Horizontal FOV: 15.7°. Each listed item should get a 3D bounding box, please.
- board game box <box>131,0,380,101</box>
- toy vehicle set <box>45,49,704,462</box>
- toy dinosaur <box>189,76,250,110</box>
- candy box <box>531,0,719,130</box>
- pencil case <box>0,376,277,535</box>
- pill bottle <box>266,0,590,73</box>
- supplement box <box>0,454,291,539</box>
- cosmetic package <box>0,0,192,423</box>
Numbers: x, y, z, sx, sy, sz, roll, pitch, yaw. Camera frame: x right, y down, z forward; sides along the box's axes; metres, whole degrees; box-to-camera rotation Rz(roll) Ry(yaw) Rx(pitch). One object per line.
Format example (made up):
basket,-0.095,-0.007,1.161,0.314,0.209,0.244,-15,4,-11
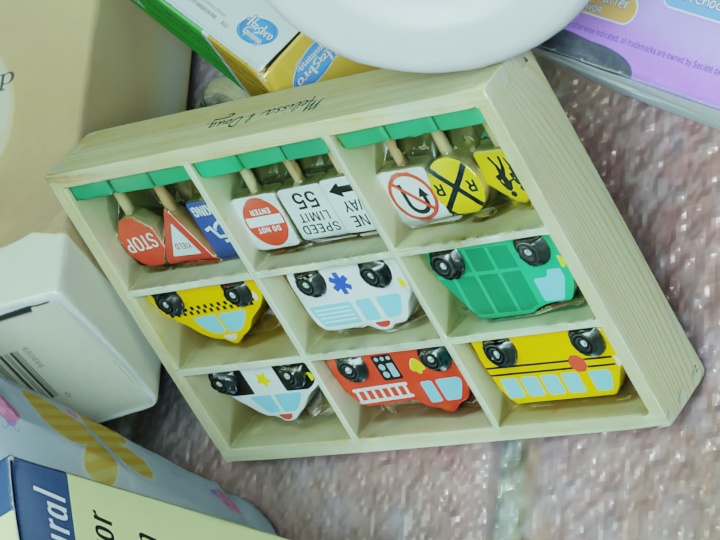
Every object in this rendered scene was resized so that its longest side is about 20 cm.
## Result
board game box,0.007,-0.153,0.892,0.200,0.040,0.153,-45,43,-4
toy vehicle set,0.000,0.000,0.830,0.199,0.125,0.027,-9,31,45
toy dinosaur,-0.006,-0.053,0.913,0.200,0.047,0.089,44,113,49
candy box,0.150,-0.133,0.760,0.167,0.071,0.201,26,94,49
pencil case,-0.115,0.086,0.857,0.091,0.200,0.083,-48,39,11
pill bottle,0.024,-0.161,0.769,0.109,0.109,0.201,-33,33,33
supplement box,-0.057,0.189,0.750,0.134,0.199,0.201,-33,53,32
cosmetic package,-0.125,-0.037,0.957,0.105,0.071,0.201,-17,47,20
